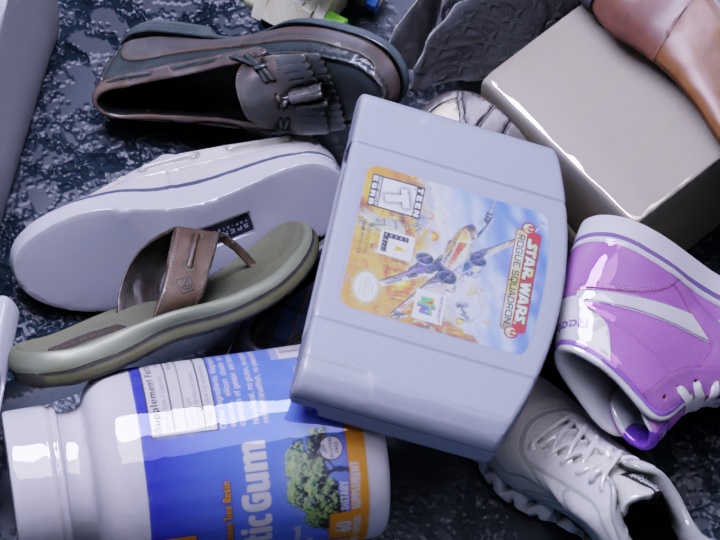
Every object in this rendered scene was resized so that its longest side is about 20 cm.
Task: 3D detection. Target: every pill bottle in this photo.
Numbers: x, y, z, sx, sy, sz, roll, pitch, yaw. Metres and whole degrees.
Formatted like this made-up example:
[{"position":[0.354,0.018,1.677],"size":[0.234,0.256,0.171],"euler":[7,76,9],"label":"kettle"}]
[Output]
[{"position":[-0.091,0.104,1.566],"size":[0.200,0.112,0.112],"euler":[-8,61,-8],"label":"pill bottle"}]

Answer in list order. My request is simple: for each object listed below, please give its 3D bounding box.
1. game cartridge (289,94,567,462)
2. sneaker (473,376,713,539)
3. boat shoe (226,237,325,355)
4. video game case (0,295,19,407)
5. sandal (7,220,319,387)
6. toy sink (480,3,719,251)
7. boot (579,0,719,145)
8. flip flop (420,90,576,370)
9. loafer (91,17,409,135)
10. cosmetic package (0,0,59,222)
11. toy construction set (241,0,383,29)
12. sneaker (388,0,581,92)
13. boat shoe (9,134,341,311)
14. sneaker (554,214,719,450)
[{"position":[0.044,0.002,1.562],"size":[0.133,0.042,0.200],"euler":[13,56,-2],"label":"game cartridge"},{"position":[0.131,0.117,1.594],"size":[0.075,0.081,0.200],"euler":[-37,67,-20],"label":"sneaker"},{"position":[0.000,0.000,1.658],"size":[0.200,0.066,0.070],"euler":[-36,69,-23],"label":"boat shoe"},{"position":[-0.293,0.101,1.565],"size":[0.200,0.022,0.183],"euler":[-4,58,19],"label":"video game case"},{"position":[-0.106,0.008,1.588],"size":[0.201,0.080,0.057],"euler":[-23,100,-32],"label":"sandal"},{"position":[0.185,-0.099,1.706],"size":[0.200,0.112,0.130],"euler":[-38,69,-18],"label":"toy sink"},{"position":[0.241,-0.158,1.635],"size":[0.188,0.069,0.200],"euler":[-35,68,-17],"label":"boot"},{"position":[0.095,-0.014,1.664],"size":[0.081,0.058,0.200],"euler":[-41,96,-3],"label":"flip flop"},{"position":[-0.067,-0.104,1.680],"size":[0.200,0.072,0.063],"euler":[5,39,34],"label":"loafer"},{"position":[-0.292,-0.135,1.659],"size":[0.200,0.166,0.168],"euler":[11,60,3],"label":"cosmetic package"},{"position":[-0.006,-0.200,1.725],"size":[0.092,0.131,0.200],"euler":[34,38,22],"label":"toy construction set"},{"position":[0.101,-0.160,1.761],"size":[0.200,0.104,0.060],"euler":[-4,20,-44],"label":"sneaker"},{"position":[-0.108,-0.035,1.678],"size":[0.200,0.071,0.070],"euler":[-19,31,-4],"label":"boat shoe"},{"position":[0.190,0.064,1.609],"size":[0.200,0.073,0.114],"euler":[26,59,-18],"label":"sneaker"}]
